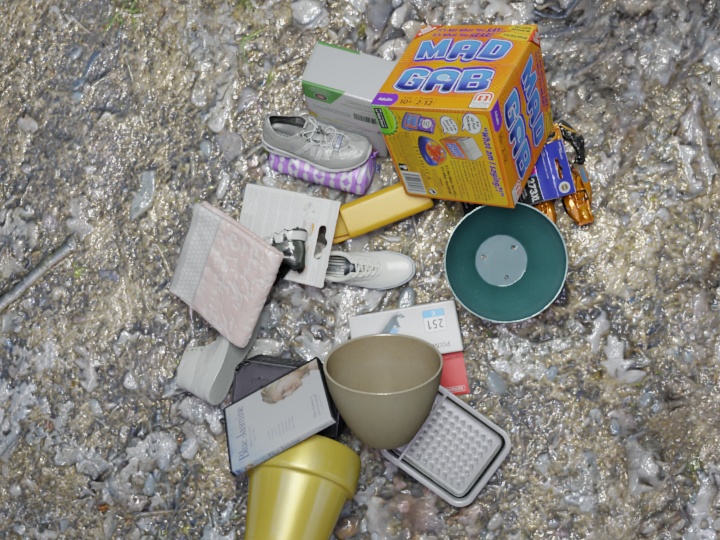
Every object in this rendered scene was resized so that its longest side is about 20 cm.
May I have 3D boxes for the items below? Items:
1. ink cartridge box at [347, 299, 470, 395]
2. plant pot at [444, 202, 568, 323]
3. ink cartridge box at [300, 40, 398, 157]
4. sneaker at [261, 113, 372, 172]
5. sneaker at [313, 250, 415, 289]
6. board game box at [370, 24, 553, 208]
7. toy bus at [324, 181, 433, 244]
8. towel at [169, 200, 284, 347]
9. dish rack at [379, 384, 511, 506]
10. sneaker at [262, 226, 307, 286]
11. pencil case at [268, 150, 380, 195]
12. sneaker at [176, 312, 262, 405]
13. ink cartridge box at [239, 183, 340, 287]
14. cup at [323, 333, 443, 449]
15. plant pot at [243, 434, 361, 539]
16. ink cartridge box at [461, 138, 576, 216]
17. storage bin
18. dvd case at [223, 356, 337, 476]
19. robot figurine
[{"bbox_3d":[0.089,0.155,1.313,0.199,0.045,0.177,-10,89,8],"label":"ink cartridge box"},{"bbox_3d":[0.246,-0.015,1.242,0.199,0.135,0.201,0,91,8],"label":"plant pot"},{"bbox_3d":[-0.011,-0.290,1.241,0.144,0.200,0.084,18,76,8],"label":"ink cartridge box"},{"bbox_3d":[-0.079,-0.223,1.236,0.199,0.082,0.075,9,69,5],"label":"sneaker"},{"bbox_3d":[0.000,0.000,1.310,0.199,0.071,0.073,-1,90,8],"label":"sneaker"},{"bbox_3d":[0.171,-0.249,1.152,0.199,0.200,0.200,12,57,31],"label":"board game box"},{"bbox_3d":[0.029,-0.109,1.297,0.200,0.078,0.065,-21,96,8],"label":"toy bus"},{"bbox_3d":[-0.241,0.007,1.260,0.191,0.032,0.200,34,118,17],"label":"towel"},{"bbox_3d":[0.152,0.309,1.300,0.200,0.044,0.172,35,100,7],"label":"dish rack"},{"bbox_3d":[-0.182,-0.012,1.275,0.200,0.066,0.091,-13,77,20],"label":"sneaker"},{"bbox_3d":[-0.067,-0.199,1.310,0.199,0.084,0.086,14,123,7],"label":"pencil case"},{"bbox_3d":[-0.272,0.142,1.349,0.115,0.074,0.200,14,67,34],"label":"sneaker"},{"bbox_3d":[-0.133,-0.064,1.319,0.200,0.050,0.161,12,92,21],"label":"ink cartridge box"},{"bbox_3d":[0.042,0.215,1.219,0.200,0.200,0.144,-1,112,8],"label":"cup"},{"bbox_3d":[-0.114,0.397,1.233,0.200,0.201,0.189,10,58,8],"label":"plant pot"},{"bbox_3d":[0.264,-0.153,1.247,0.200,0.037,0.095,-15,89,34],"label":"ink cartridge box"},{"bbox_3d":[-0.128,0.237,1.321,0.199,0.094,0.136,7,91,9],"label":"storage bin"},{"bbox_3d":[-0.142,0.245,1.220,0.200,0.143,0.018,-30,131,8],"label":"dvd case"},{"bbox_3d":[0.336,-0.168,1.265,0.145,0.058,0.201,-17,89,10],"label":"robot figurine"}]
